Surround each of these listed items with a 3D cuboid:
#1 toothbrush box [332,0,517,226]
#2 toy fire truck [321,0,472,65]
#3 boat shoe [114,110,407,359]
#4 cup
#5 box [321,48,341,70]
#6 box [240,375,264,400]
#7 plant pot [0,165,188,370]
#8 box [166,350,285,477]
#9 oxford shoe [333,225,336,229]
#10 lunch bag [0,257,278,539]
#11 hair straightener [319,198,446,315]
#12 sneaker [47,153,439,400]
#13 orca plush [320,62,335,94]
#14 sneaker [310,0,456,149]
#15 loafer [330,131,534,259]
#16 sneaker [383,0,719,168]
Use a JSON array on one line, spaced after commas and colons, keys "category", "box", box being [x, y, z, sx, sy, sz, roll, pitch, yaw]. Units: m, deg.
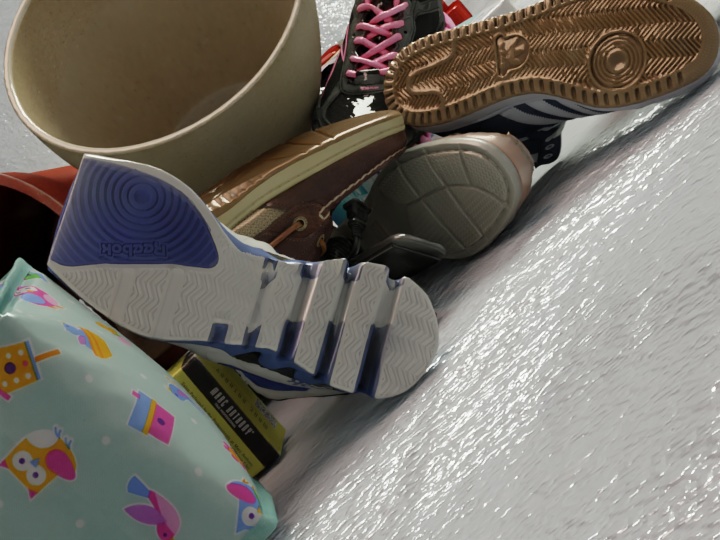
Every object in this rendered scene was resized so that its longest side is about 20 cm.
[{"category": "toothbrush box", "box": [0.048, -0.100, 1.290, 0.146, 0.085, 0.200, -44, 8, -15]}, {"category": "toy fire truck", "box": [0.008, -0.221, 1.710, 0.176, 0.200, 0.129, -39, 8, 11]}, {"category": "boat shoe", "box": [-0.052, -0.019, 1.000, 0.199, 0.072, 0.072, -33, 15, -16]}, {"category": "cup", "box": [-0.102, -0.116, 1.133, 0.198, 0.144, 0.202, -12, 55, 17]}, {"category": "box", "box": [-0.023, -0.128, 1.326, 0.200, 0.041, 0.039, -47, 9, -18]}, {"category": "box", "box": [-0.156, 0.131, 1.175, 0.193, 0.048, 0.200, -43, 7, -29]}, {"category": "plant pot", "box": [-0.192, 0.016, 1.186, 0.200, 0.202, 0.195, -37, -2, 26]}, {"category": "box", "box": [-0.138, 0.131, 0.989, 0.200, 0.075, 0.050, -42, 6, 7]}, {"category": "oxford shoe", "box": [-0.083, 0.007, 1.383, 0.199, 0.073, 0.071, -34, 10, 42]}, {"category": "lunch bag", "box": [-0.135, 0.087, 0.849, 0.122, 0.170, 0.200, -50, 9, 1]}, {"category": "hair straightener", "box": [0.000, 0.000, 1.045, 0.200, 0.040, 0.078, 157, 126, -70]}, {"category": "sneaker", "box": [-0.064, 0.022, 0.914, 0.115, 0.197, 0.081, 124, 168, -73]}, {"category": "orca plush", "box": [-0.033, -0.118, 1.220, 0.200, 0.071, 0.105, -45, 10, -6]}, {"category": "sneaker", "box": [0.012, -0.138, 1.113, 0.078, 0.096, 0.201, 2, 37, 12]}, {"category": "loafer", "box": [0.042, -0.038, 1.065, 0.063, 0.072, 0.200, -38, 1, -37]}, {"category": "sneaker", "box": [0.123, -0.108, 1.029, 0.198, 0.071, 0.108, -7, -15, 30]}]
